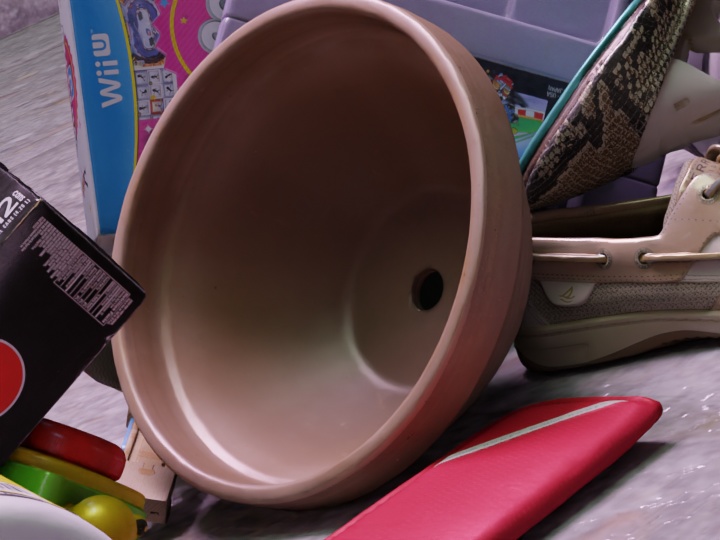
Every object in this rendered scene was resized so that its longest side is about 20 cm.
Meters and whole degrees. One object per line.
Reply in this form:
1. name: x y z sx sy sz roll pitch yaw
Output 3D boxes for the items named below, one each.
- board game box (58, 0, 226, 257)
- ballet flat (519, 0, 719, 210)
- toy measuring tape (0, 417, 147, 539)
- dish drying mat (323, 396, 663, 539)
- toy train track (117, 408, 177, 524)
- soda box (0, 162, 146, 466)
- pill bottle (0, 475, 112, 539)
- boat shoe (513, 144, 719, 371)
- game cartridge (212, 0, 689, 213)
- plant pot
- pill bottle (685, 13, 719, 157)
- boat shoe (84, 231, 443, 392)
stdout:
1. board game box: -0.029 -0.090 1.142 0.200 0.148 0.064 -7 -7 -10
2. ballet flat: 0.136 -0.102 1.071 0.200 0.075 0.068 -62 -10 -15
3. toy measuring tape: -0.139 0.089 1.007 0.074 0.074 0.200 -29 21 -31
4. dish drying mat: 0.017 0.093 0.879 0.200 0.018 0.077 -31 17 -38
5. toy train track: -0.082 0.065 1.115 0.115 0.033 0.200 9 22 0
6. soda box: -0.174 0.056 0.953 0.200 0.063 0.071 -49 33 -5
7. pill bottle: -0.141 0.114 0.822 0.114 0.114 0.200 -25 13 -19
8. boat shoe: 0.142 -0.013 1.013 0.200 0.065 0.072 -14 14 30
9. game cartridge: 0.041 -0.097 1.107 0.200 0.130 0.038 15 -13 -7
10. plant pot: 0.000 0.000 1.022 0.201 0.201 0.093 -10 -20 41
11. pill bottle: 0.186 -0.101 1.201 0.114 0.114 0.200 -22 13 -3
12. boat shoe: -0.026 0.018 1.125 0.200 0.076 0.074 -7 -3 -14
